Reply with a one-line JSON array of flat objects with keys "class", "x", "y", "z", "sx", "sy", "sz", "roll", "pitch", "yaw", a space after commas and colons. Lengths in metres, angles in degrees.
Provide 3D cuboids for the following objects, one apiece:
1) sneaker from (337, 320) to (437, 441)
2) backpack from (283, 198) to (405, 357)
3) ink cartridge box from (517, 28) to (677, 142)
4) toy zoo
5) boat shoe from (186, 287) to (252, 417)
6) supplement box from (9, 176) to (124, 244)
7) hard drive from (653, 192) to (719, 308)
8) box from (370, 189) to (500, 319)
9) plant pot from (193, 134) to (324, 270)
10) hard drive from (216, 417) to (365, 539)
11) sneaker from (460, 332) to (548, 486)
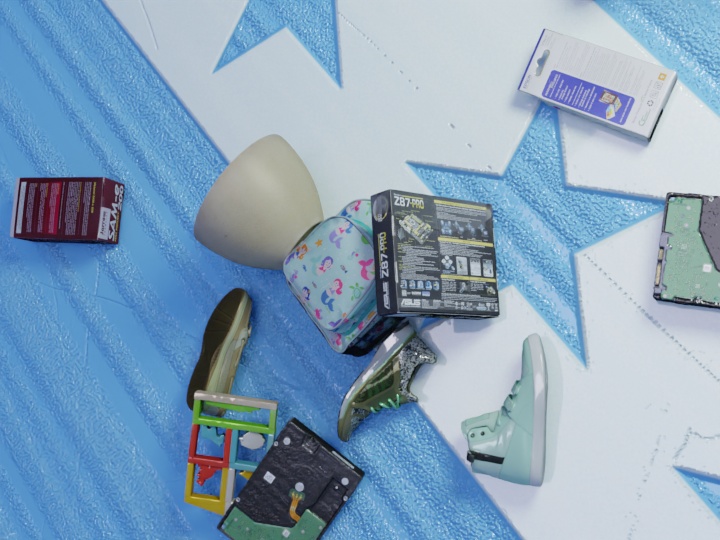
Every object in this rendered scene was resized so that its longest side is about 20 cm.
[{"class": "sneaker", "x": 0.039, "y": 0.174, "z": 1.295, "sx": 0.088, "sy": 0.077, "sz": 0.201, "roll": 36, "pitch": 100, "yaw": 14}, {"class": "backpack", "x": 0.000, "y": 0.000, "z": 1.295, "sx": 0.200, "sy": 0.150, "sz": 0.178, "roll": -42, "pitch": 63, "yaw": 7}, {"class": "ink cartridge box", "x": 0.325, "y": -0.257, "z": 1.246, "sx": 0.198, "sy": 0.037, "sz": 0.096, "roll": 26, "pitch": 94, "yaw": 21}, {"class": "toy zoo", "x": -0.198, "y": 0.291, "z": 1.369, "sx": 0.129, "sy": 0.020, "sz": 0.204, "roll": 8, "pitch": 96, "yaw": 3}, {"class": "boat shoe", "x": -0.210, "y": 0.129, "z": 1.418, "sx": 0.073, "sy": 0.063, "sz": 0.204, "roll": 9, "pitch": 79, "yaw": 50}, {"class": "supplement box", "x": -0.511, "y": -0.104, "z": 1.570, "sx": 0.197, "sy": 0.061, "sz": 0.111, "roll": 3, "pitch": 85, "yaw": 24}, {"class": "hard drive", "x": 0.480, "y": -0.019, "z": 1.139, "sx": 0.197, "sy": 0.038, "sz": 0.142, "roll": 7, "pitch": 86, "yaw": 23}, {"class": "box", "x": 0.104, "y": -0.018, "z": 1.222, "sx": 0.049, "sy": 0.198, "sz": 0.164, "roll": -11, "pitch": 79, "yaw": 50}, {"class": "plant pot", "x": -0.131, "y": -0.080, "z": 1.340, "sx": 0.134, "sy": 0.200, "sz": 0.201, "roll": 39, "pitch": 98, "yaw": 11}, {"class": "hard drive", "x": -0.103, "y": 0.339, "z": 1.331, "sx": 0.139, "sy": 0.038, "sz": 0.202, "roll": 35, "pitch": 97, "yaw": 7}, {"class": "sneaker", "x": 0.193, "y": 0.184, "z": 1.219, "sx": 0.116, "sy": 0.074, "sz": 0.204, "roll": 3, "pitch": 87, "yaw": 17}]
